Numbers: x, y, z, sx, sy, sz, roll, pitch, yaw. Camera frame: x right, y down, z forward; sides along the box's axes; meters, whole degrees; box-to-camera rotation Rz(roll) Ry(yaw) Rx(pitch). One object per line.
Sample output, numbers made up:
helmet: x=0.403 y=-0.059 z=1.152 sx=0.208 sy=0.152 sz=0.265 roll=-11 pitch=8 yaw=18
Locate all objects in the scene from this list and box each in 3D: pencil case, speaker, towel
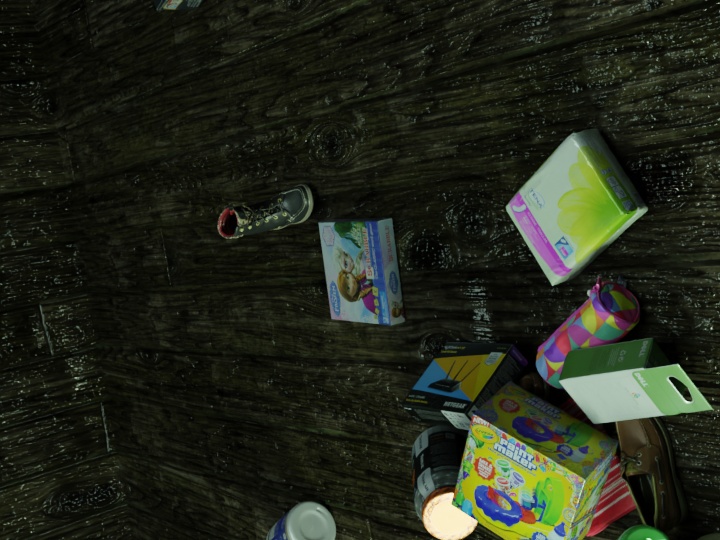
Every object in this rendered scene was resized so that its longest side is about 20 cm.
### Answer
pencil case: x=0.342 y=0.096 z=1.594 sx=0.089 sy=0.087 sz=0.201 roll=57 pitch=139 yaw=25
speaker: x=0.403 y=0.425 z=1.539 sx=0.089 sy=0.088 sz=0.200 roll=61 pitch=174 yaw=21
towel: x=0.360 y=0.312 z=1.687 sx=0.145 sy=0.022 sz=0.202 roll=-49 pitch=61 yaw=47

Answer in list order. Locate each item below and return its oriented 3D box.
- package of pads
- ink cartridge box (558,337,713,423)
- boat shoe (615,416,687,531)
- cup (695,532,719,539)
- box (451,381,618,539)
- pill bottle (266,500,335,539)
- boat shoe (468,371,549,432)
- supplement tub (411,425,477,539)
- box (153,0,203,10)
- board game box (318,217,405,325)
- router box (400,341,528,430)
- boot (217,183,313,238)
package of pads: x=0.319 y=-0.097 z=1.579 sx=0.156 sy=0.068 sz=0.200 roll=61 pitch=141 yaw=19
ink cartridge box: x=0.396 y=0.157 z=1.506 sx=0.198 sy=0.060 sz=0.104 roll=-16 pitch=125 yaw=45
boat shoe: x=0.421 y=0.286 z=1.555 sx=0.072 sy=0.067 sz=0.203 roll=-37 pitch=71 yaw=52
cup: x=0.487 y=0.489 z=1.465 sx=0.199 sy=0.142 sz=0.204 roll=22 pitch=118 yaw=49
box: x=0.269 y=0.317 z=1.642 sx=0.198 sy=0.121 sz=0.195 roll=27 pitch=126 yaw=28
pill bottle: x=-0.146 y=0.612 z=2.383 sx=0.121 sy=0.118 sz=0.200 roll=62 pitch=142 yaw=19
boat shoe: x=0.246 y=0.241 z=1.755 sx=0.073 sy=0.067 sz=0.201 roll=-103 pitch=30 yaw=-42
supplement tub: x=0.150 y=0.369 z=1.829 sx=0.201 sy=0.120 sz=0.124 roll=-86 pitch=0 yaw=-68
box: x=-0.413 y=-0.705 z=2.349 sx=0.132 sy=0.114 sz=0.203 roll=-31 pitch=76 yaw=51
board game box: x=0.000 y=0.000 z=2.063 sx=0.198 sy=0.041 sz=0.204 roll=1 pitch=101 yaw=54
router box: x=0.173 y=0.193 z=1.779 sx=0.051 sy=0.150 sz=0.199 roll=47 pitch=157 yaw=-19
boot: x=-0.200 y=-0.121 z=2.205 sx=0.199 sy=0.149 sz=0.074 roll=-19 pitch=86 yaw=54
